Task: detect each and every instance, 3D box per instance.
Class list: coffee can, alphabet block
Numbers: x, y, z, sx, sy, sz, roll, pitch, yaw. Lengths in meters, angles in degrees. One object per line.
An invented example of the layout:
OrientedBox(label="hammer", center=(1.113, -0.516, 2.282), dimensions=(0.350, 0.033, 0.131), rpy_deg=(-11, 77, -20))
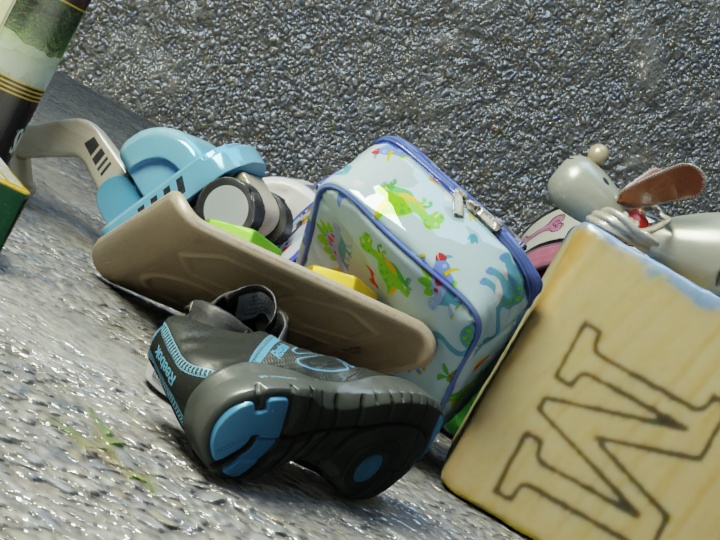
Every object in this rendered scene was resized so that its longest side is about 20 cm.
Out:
OrientedBox(label="coffee can", center=(-0.279, -0.167, 0.954), dimensions=(0.145, 0.202, 0.146), rpy_deg=(29, 5, -3))
OrientedBox(label="alphabet block", center=(0.190, 0.100, 0.982), dimensions=(0.195, 0.202, 0.195), rpy_deg=(30, 4, 7))

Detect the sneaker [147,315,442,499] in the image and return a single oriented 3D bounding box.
OrientedBox(label="sneaker", center=(-0.027, 0.066, 0.719), dimensions=(0.082, 0.074, 0.199), rpy_deg=(44, 12, 35))

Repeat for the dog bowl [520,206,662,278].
OrientedBox(label="dog bowl", center=(0.200, 0.047, 1.152), dimensions=(0.199, 0.202, 0.074), rpy_deg=(31, 41, 16))

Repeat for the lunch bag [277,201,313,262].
OrientedBox(label="lunch bag", center=(0.000, 0.000, 1.133), dimensions=(0.197, 0.126, 0.170), rpy_deg=(-12, 11, 0))

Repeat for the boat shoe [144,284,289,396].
OrientedBox(label="boat shoe", center=(-0.072, 0.040, 0.822), dimensions=(0.069, 0.067, 0.200), rpy_deg=(30, 5, 12))

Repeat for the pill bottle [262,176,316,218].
OrientedBox(label="pill bottle", center=(-0.075, -0.036, 1.367), dimensions=(0.113, 0.115, 0.200), rpy_deg=(29, 4, 2))

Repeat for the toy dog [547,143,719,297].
OrientedBox(label="toy dog", center=(0.245, -0.042, 0.996), dimensions=(0.198, 0.097, 0.132), rpy_deg=(28, 4, -17))

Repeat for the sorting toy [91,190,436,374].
OrientedBox(label="sorting toy", center=(-0.067, 0.014, 0.911), dimensions=(0.199, 0.037, 0.185), rpy_deg=(30, -22, -20))

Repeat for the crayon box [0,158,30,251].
OrientedBox(label="crayon box", center=(-0.304, -0.081, 0.799), dimensions=(0.199, 0.052, 0.126), rpy_deg=(28, 5, -32))

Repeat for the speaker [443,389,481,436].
OrientedBox(label="speaker", center=(0.071, 0.080, 1.195), dimensions=(0.088, 0.089, 0.200), rpy_deg=(27, 5, -27))

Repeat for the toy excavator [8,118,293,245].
OrientedBox(label="toy excavator", center=(-0.177, -0.069, 1.069), dimensions=(0.201, 0.193, 0.100), rpy_deg=(59, 11, 11))

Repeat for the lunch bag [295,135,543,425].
OrientedBox(label="lunch bag", center=(0.029, 0.013, 0.945), dimensions=(0.161, 0.082, 0.201), rpy_deg=(42, -31, 16))
